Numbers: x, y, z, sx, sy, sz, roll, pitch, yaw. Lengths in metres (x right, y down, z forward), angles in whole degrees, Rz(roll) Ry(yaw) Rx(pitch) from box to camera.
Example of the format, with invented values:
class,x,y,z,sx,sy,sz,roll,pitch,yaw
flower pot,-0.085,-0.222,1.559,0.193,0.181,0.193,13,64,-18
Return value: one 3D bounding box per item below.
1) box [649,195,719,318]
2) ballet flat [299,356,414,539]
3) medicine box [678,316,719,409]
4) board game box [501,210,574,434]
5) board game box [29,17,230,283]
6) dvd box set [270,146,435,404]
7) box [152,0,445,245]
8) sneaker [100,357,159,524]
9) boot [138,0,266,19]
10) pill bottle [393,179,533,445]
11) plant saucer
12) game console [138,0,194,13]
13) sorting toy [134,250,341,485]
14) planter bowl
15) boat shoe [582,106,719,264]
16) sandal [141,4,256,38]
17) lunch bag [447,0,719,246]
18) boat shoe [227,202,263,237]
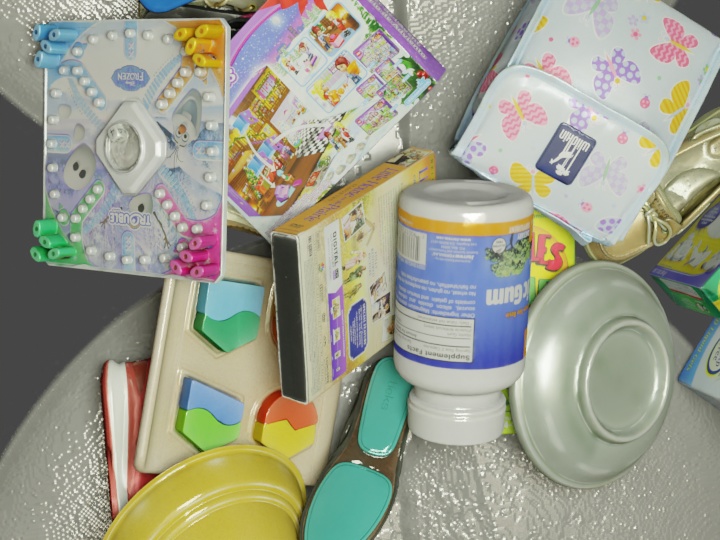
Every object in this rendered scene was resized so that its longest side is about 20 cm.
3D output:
class,x,y,z,sx,sy,sz,roll,pitch,yaw
box,0.354,-0.049,1.420,0.200,0.117,0.048,-45,103,-5
ballet flat,0.005,0.170,1.366,0.067,0.069,0.201,23,66,7
medicine box,0.395,0.060,1.396,0.102,0.200,0.183,32,88,-13
board game box,0.135,0.040,1.417,0.100,0.048,0.203,-2,96,-11
board game box,-0.187,-0.097,1.276,0.026,0.198,0.203,-5,99,-54
dvd box set,0.000,0.000,1.312,0.200,0.029,0.148,-35,130,-47
box,-0.049,-0.134,1.254,0.137,0.039,0.200,45,116,-6
sneaker,-0.155,0.171,1.354,0.114,0.078,0.203,-6,98,-10
boot,-0.107,-0.222,1.330,0.153,0.072,0.202,-16,96,-9
pill bottle,0.083,0.034,1.317,0.111,0.112,0.203,-2,106,-12
plant saucer,0.216,0.093,1.400,0.198,0.050,0.203,-3,95,-37
game console,-0.118,-0.319,1.297,0.198,0.118,0.172,-23,102,-8
sorting toy,-0.087,0.083,1.337,0.198,0.036,0.188,9,91,-38
planter bowl,-0.112,0.247,1.316,0.199,0.083,0.202,-20,131,-24
boat shoe,0.282,-0.076,1.429,0.200,0.063,0.074,-35,101,-7
sandal,-0.079,-0.176,1.284,0.197,0.045,0.076,1,110,-3
lunch bag,0.189,-0.140,1.357,0.169,0.127,0.201,31,82,-5
boat shoe,-0.074,-0.063,1.350,0.198,0.074,0.067,14,98,-13
